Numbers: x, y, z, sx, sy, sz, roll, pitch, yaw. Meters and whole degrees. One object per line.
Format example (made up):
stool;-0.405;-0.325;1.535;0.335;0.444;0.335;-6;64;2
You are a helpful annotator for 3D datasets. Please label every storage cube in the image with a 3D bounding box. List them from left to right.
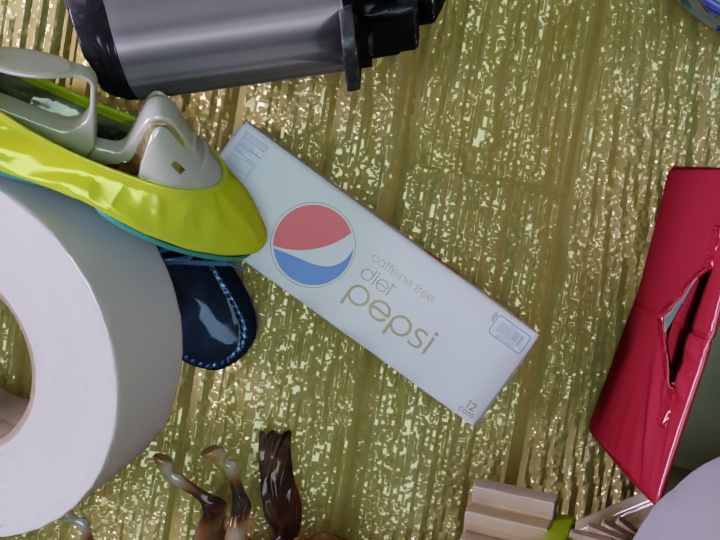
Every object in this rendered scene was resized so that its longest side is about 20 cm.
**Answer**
storage cube;0.238;0.047;0.728;0.199;0.180;0.172;16;94;-2

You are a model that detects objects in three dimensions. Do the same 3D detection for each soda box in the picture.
soda box;0.000;0.000;0.773;0.200;0.068;0.064;36;93;-4

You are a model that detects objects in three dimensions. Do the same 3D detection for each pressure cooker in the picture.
pressure cooker;-0.049;-0.185;0.706;0.199;0.179;0.177;-7;108;0

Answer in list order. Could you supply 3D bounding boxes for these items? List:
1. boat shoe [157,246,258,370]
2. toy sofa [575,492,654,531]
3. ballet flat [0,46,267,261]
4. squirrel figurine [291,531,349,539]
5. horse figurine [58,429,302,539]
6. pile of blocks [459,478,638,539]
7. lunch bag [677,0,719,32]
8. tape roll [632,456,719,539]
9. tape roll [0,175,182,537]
boat shoe;-0.140;-0.018;0.767;0.200;0.069;0.084;42;93;-4
toy sofa;0.197;0.222;0.799;0.083;0.098;0.200;-30;96;26
ballet flat;-0.127;-0.063;0.673;0.199;0.067;0.067;21;123;-19
squirrel figurine;-0.009;0.254;0.769;0.199;0.142;0.187;24;108;-11
horse figurine;-0.110;0.172;0.786;0.199;0.050;0.133;-28;115;-7
pile of blocks;0.132;0.187;0.724;0.200;0.062;0.082;33;115;7
lunch bag;0.281;-0.179;0.761;0.199;0.082;0.161;25;96;-2
tape roll;0.218;0.169;0.629;0.199;0.066;0.201;3;121;5
tape roll;-0.197;0.035;0.732;0.202;0.071;0.203;7;109;21
